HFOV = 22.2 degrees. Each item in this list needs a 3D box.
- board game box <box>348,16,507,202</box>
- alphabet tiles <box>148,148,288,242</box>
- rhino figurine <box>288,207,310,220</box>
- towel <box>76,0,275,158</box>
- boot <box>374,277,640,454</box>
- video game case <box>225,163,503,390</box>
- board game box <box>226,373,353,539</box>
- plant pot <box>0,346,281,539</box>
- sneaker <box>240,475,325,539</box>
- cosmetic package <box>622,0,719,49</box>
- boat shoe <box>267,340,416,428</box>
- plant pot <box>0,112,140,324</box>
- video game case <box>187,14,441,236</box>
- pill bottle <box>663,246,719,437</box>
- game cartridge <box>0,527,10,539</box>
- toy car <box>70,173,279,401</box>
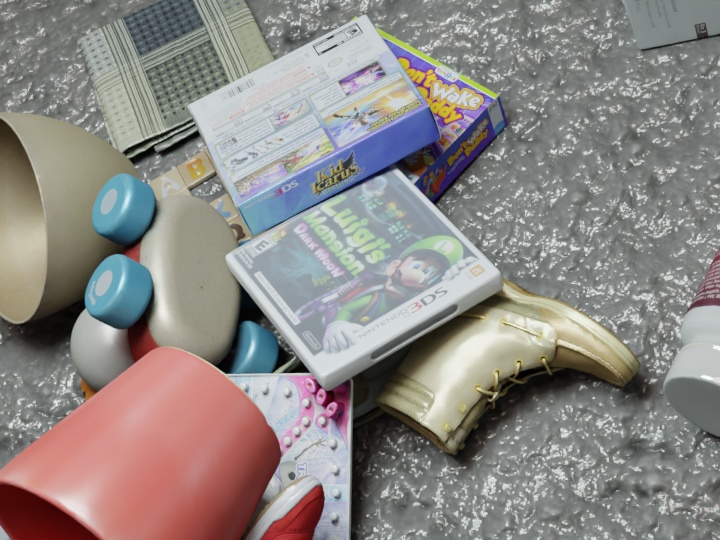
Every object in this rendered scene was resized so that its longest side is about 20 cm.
[{"bbox_3d":[0.024,-0.153,1.785,0.199,0.045,0.135,33,70,34],"label":"board game box"},{"bbox_3d":[-0.097,-0.083,1.814,0.199,0.008,0.168,-31,51,-1],"label":"alphabet tiles"},{"bbox_3d":[-0.029,-0.003,1.682,0.086,0.060,0.201,-13,40,12],"label":"rhino figurine"},{"bbox_3d":[-0.192,-0.215,1.933,0.191,0.035,0.201,-25,49,0],"label":"towel"},{"bbox_3d":[0.124,0.094,1.566,0.199,0.073,0.156,24,72,25],"label":"boot"},{"bbox_3d":[0.000,0.000,1.605,0.181,0.023,0.200,-29,42,-12],"label":"video game case"},{"bbox_3d":[-0.104,0.189,1.564,0.198,0.026,0.203,-2,81,20],"label":"board game box"},{"bbox_3d":[-0.170,0.171,1.465,0.199,0.201,0.178,22,57,32],"label":"plant pot"},{"bbox_3d":[-0.059,0.273,1.481,0.112,0.071,0.201,36,103,27],"label":"sneaker"},{"bbox_3d":[0.345,-0.289,1.720,0.198,0.113,0.082,-10,53,17],"label":"cosmetic package"},{"bbox_3d":[-0.025,0.100,1.620,0.199,0.069,0.075,-39,52,-8],"label":"boat shoe"},{"bbox_3d":[-0.287,-0.059,1.776,0.133,0.202,0.201,-11,43,-33],"label":"plant pot"},{"bbox_3d":[-0.046,-0.139,1.723,0.198,0.046,0.182,-27,40,-2],"label":"video game case"},{"bbox_3d":[0.331,0.032,1.500,0.113,0.115,0.201,18,64,30],"label":"pill bottle"},{"bbox_3d":[-0.261,0.255,1.582,0.199,0.040,0.134,-34,68,14],"label":"game cartridge"},{"bbox_3d":[-0.205,0.042,1.698,0.199,0.183,0.178,-32,45,35],"label":"toy car"}]
